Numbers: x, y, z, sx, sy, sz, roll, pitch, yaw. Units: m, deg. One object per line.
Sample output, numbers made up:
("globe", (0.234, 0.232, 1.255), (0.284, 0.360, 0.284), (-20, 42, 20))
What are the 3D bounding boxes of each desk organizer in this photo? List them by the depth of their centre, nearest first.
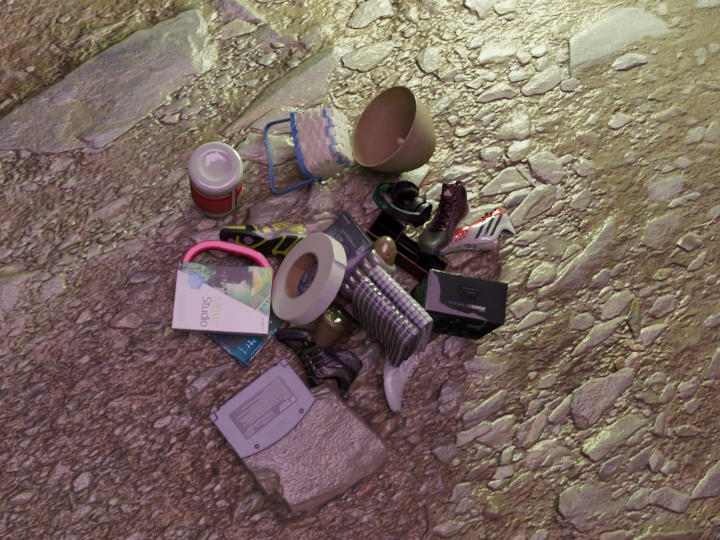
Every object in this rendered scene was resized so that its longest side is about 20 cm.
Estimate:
("desk organizer", (0.105, -0.047, 1.738), (0.200, 0.077, 0.072), (35, 72, 1))

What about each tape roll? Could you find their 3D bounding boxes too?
("tape roll", (-0.111, 0.017, 1.606), (0.037, 0.203, 0.203), (30, 69, -34))

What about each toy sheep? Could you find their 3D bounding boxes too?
("toy sheep", (0.000, 0.000, 1.683), (0.200, 0.138, 0.138), (-43, 84, 18))

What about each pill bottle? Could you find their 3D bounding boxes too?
("pill bottle", (-0.309, -0.186, 1.644), (0.112, 0.200, 0.112), (3, 74, -9))

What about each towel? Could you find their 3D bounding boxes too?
("towel", (0.058, 0.100, 1.569), (0.086, 0.200, 0.166), (-41, 73, -18))
("towel", (-0.242, 0.091, 1.673), (0.147, 0.022, 0.200), (40, 72, 2))

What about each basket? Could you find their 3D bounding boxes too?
("basket", (-0.123, -0.275, 1.743), (0.200, 0.139, 0.177), (-12, 78, 16))

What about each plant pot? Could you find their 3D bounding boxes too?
("plant pot", (0.096, -0.305, 1.768), (0.134, 0.200, 0.201), (25, 68, -40))

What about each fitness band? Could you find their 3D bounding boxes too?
("fitness band", (-0.288, 0.012, 1.654), (0.200, 0.037, 0.144), (14, 76, -6))

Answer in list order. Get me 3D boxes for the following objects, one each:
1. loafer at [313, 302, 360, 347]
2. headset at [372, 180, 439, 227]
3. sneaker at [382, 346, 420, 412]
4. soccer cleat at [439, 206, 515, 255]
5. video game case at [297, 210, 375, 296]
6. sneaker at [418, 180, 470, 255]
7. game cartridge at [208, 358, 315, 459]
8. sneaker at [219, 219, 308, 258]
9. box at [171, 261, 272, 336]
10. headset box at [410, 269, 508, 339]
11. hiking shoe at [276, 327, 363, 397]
("loafer", (-0.057, 0.117, 1.619), (0.076, 0.200, 0.067), (44, 99, 11))
("headset", (0.125, -0.163, 1.753), (0.200, 0.094, 0.124), (3, 39, -37))
("sneaker", (0.089, 0.207, 1.662), (0.080, 0.070, 0.201), (1, 75, 6))
("soccer cleat", (0.270, -0.074, 1.780), (0.200, 0.069, 0.085), (-28, 77, -20))
("video game case", (-0.068, -0.018, 1.644), (0.200, 0.019, 0.143), (-47, 43, 10))
("sneaker", (0.182, -0.132, 1.702), (0.076, 0.116, 0.200), (14, 46, 24))
("game cartridge", (-0.201, 0.297, 1.617), (0.200, 0.042, 0.133), (-37, 87, -16))
("sneaker", (-0.213, -0.074, 1.708), (0.200, 0.075, 0.076), (5, 40, -3))
("box", (-0.287, 0.060, 1.606), (0.200, 0.036, 0.145), (4, 77, -8))
("headset box", (0.207, 0.076, 1.657), (0.174, 0.200, 0.093), (10, 74, -6))
("hiking shoe", (-0.097, 0.194, 1.640), (0.200, 0.076, 0.101), (26, 69, -2))
